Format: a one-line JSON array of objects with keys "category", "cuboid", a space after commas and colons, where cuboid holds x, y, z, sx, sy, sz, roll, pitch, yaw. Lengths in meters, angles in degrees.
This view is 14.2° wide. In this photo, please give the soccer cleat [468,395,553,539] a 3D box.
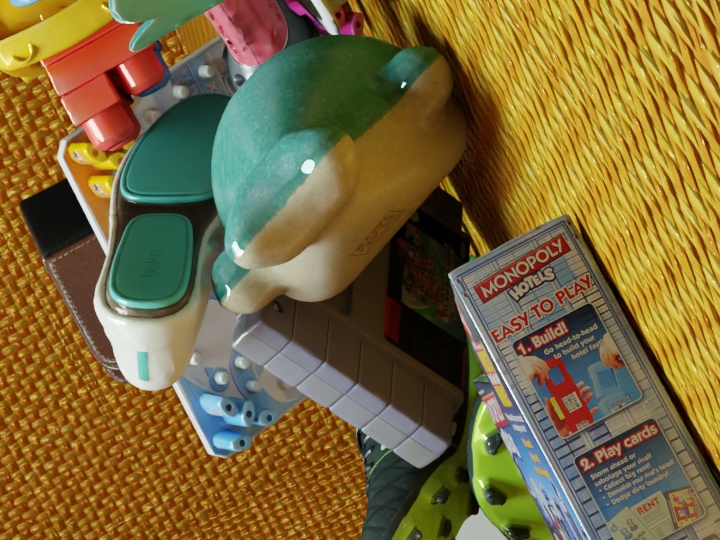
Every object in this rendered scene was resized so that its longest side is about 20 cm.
[{"category": "soccer cleat", "cuboid": [0.096, 0.108, 1.490, 0.081, 0.067, 0.200, -101, -9, -45]}]

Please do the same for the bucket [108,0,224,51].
[{"category": "bucket", "cuboid": [-0.079, -0.205, 1.206, 0.208, 0.134, 0.207, 63, 177, 5]}]

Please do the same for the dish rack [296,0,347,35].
[{"category": "dish rack", "cuboid": [-0.072, -0.221, 1.436, 0.200, 0.043, 0.172, 47, 175, 41]}]

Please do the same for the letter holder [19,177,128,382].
[{"category": "letter holder", "cuboid": [-0.075, -0.012, 1.684, 0.143, 0.199, 0.101, 64, 175, -24]}]

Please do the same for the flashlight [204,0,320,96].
[{"category": "flashlight", "cuboid": [-0.065, -0.131, 1.399, 0.068, 0.068, 0.200, 36, 169, 34]}]

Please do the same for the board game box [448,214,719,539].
[{"category": "board game box", "cuboid": [0.104, 0.079, 1.262, 0.201, 0.061, 0.200, 64, 177, 0]}]

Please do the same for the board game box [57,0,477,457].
[{"category": "board game box", "cuboid": [-0.043, -0.031, 1.581, 0.026, 0.200, 0.201, 4, 125, 57]}]

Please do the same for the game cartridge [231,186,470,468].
[{"category": "game cartridge", "cuboid": [0.000, 0.000, 1.496, 0.129, 0.038, 0.201, 30, -145, -19]}]

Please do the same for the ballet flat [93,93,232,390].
[{"category": "ballet flat", "cuboid": [-0.093, -0.013, 1.433, 0.200, 0.069, 0.070, -78, -32, -54]}]

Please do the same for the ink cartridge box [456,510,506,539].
[{"category": "ink cartridge box", "cuboid": [0.080, 0.193, 1.785, 0.084, 0.145, 0.200, 60, 177, 12]}]

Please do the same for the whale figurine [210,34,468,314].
[{"category": "whale figurine", "cuboid": [-0.026, -0.053, 1.348, 0.104, 0.159, 0.200, 44, -166, 6]}]

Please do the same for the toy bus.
[{"category": "toy bus", "cuboid": [-0.158, -0.153, 1.422, 0.193, 0.135, 0.200, 63, -176, 3]}]

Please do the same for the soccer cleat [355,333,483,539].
[{"category": "soccer cleat", "cuboid": [0.027, 0.094, 1.512, 0.200, 0.081, 0.068, -62, -27, -42]}]
